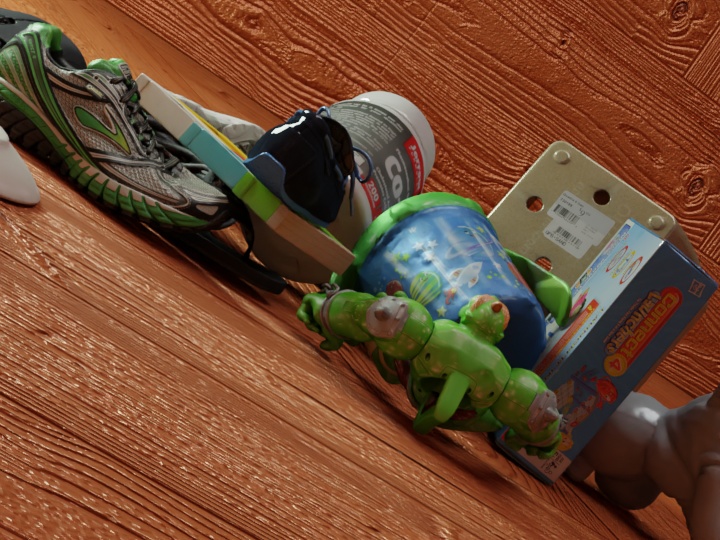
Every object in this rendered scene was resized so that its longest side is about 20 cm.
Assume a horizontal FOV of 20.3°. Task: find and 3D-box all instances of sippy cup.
[{"bbox_3d":[0.072,0.029,1.536,0.130,0.177,0.140,48,-10,49],"label":"sippy cup"}]

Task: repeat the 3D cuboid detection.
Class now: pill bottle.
[{"bbox_3d":[-0.013,-0.075,1.654,0.114,0.114,0.200,35,30,5],"label":"pill bottle"}]

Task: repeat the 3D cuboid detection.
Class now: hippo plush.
[{"bbox_3d":[0.245,0.162,1.610,0.160,0.160,0.200,4,-28,28],"label":"hippo plush"}]

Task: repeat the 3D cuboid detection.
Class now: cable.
[{"bbox_3d":[-0.174,-0.094,1.589,0.163,0.051,0.200,28,12,-22],"label":"cable"}]

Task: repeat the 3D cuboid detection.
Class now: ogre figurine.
[{"bbox_3d":[0.060,0.068,1.354,0.200,0.098,0.120,50,-14,-4],"label":"ogre figurine"}]

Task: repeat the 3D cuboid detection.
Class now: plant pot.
[{"bbox_3d":[0.185,0.005,1.799,0.199,0.200,0.177,37,-18,19],"label":"plant pot"}]

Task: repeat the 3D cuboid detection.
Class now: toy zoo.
[{"bbox_3d":[-0.097,-0.079,1.492,0.200,0.020,0.131,43,3,26],"label":"toy zoo"}]

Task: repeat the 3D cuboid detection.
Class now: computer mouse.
[{"bbox_3d":[-0.281,-0.185,1.652,0.138,0.053,0.200,36,5,24],"label":"computer mouse"}]

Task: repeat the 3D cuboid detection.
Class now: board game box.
[{"bbox_3d":[0.183,0.059,1.586,0.056,0.200,0.196,39,5,-4],"label":"board game box"}]

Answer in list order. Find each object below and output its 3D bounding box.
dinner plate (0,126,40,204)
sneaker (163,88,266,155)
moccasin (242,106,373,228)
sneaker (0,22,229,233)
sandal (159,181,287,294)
[{"bbox_3d":[-0.266,-0.104,1.170,0.200,0.024,0.200,35,4,-3],"label":"dinner plate"},{"bbox_3d":[-0.154,-0.123,1.788,0.099,0.078,0.200,33,1,38],"label":"sneaker"},{"bbox_3d":[-0.029,-0.075,1.436,0.080,0.068,0.200,42,3,0],"label":"moccasin"},{"bbox_3d":[-0.169,-0.095,1.362,0.200,0.085,0.078,36,5,5],"label":"sneaker"},{"bbox_3d":[-0.131,-0.053,1.432,0.200,0.048,0.075,36,5,7],"label":"sandal"}]
